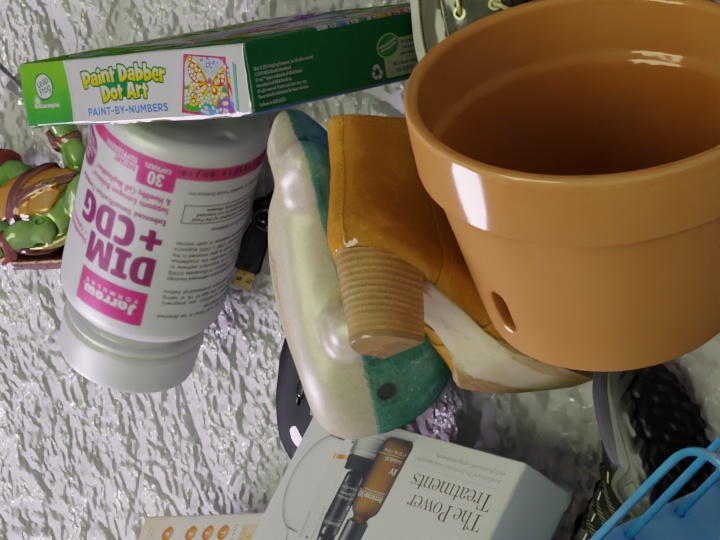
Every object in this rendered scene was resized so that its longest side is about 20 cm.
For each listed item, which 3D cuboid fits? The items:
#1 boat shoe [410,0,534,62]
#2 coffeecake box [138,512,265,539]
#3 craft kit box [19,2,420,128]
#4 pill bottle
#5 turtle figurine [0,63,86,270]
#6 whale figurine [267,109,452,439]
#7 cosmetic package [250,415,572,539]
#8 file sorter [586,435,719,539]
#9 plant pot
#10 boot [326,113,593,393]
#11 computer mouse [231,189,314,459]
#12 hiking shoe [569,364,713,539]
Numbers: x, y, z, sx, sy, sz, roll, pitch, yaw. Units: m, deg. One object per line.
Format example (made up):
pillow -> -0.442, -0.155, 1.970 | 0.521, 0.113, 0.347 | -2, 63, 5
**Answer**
boat shoe -> 0.068, -0.160, 1.293 | 0.060, 0.072, 0.202 | -17, 87, 49
coffeecake box -> -0.080, 0.244, 1.505 | 0.200, 0.073, 0.154 | -8, 55, 46
craft kit box -> -0.063, -0.123, 1.343 | 0.197, 0.200, 0.049 | -4, 100, 44
pill bottle -> -0.134, -0.025, 1.489 | 0.113, 0.113, 0.200 | 38, 128, 30
turtle figurine -> -0.266, -0.069, 1.588 | 0.194, 0.200, 0.144 | -7, 82, 54
whale figurine -> 0.000, 0.000, 1.345 | 0.159, 0.104, 0.200 | -114, 10, -65
cosmetic package -> 0.015, 0.172, 1.354 | 0.200, 0.052, 0.151 | 10, 71, 51
file sorter -> 0.224, 0.144, 1.142 | 0.139, 0.200, 0.123 | 52, 130, 20
plant pot -> 0.130, -0.042, 1.200 | 0.200, 0.200, 0.140 | 22, 135, 38
boot -> 0.060, -0.012, 1.299 | 0.071, 0.201, 0.144 | -20, 64, 40
computer mouse -> -0.043, 0.046, 1.483 | 0.140, 0.046, 0.200 | 28, 121, 34
hiking shoe -> 0.150, 0.144, 1.301 | 0.101, 0.076, 0.200 | -8, 97, 42
